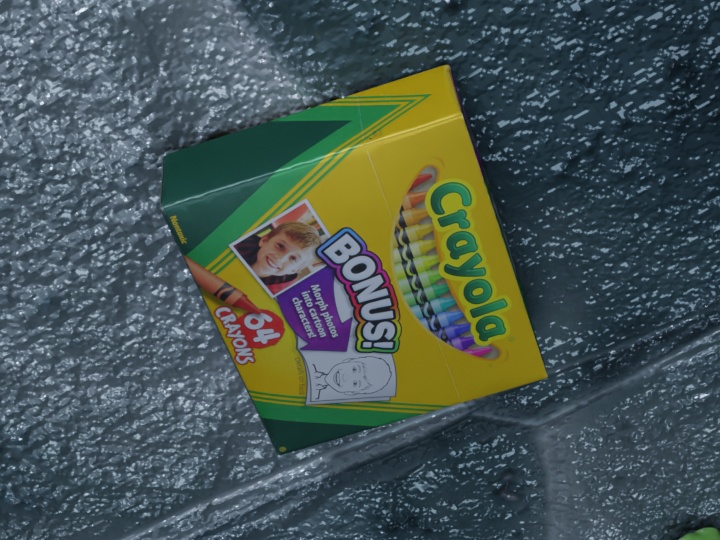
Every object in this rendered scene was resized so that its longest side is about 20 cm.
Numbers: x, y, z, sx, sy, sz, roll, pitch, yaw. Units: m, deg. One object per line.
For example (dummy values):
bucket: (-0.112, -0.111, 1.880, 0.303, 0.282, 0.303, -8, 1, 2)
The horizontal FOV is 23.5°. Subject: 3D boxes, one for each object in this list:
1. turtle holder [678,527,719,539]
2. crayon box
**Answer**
turtle holder: (0.315, 0.227, 1.175, 0.141, 0.185, 0.132, -27, 134, -25)
crayon box: (0.000, 0.000, 1.001, 0.172, 0.058, 0.201, -16, 128, 8)
